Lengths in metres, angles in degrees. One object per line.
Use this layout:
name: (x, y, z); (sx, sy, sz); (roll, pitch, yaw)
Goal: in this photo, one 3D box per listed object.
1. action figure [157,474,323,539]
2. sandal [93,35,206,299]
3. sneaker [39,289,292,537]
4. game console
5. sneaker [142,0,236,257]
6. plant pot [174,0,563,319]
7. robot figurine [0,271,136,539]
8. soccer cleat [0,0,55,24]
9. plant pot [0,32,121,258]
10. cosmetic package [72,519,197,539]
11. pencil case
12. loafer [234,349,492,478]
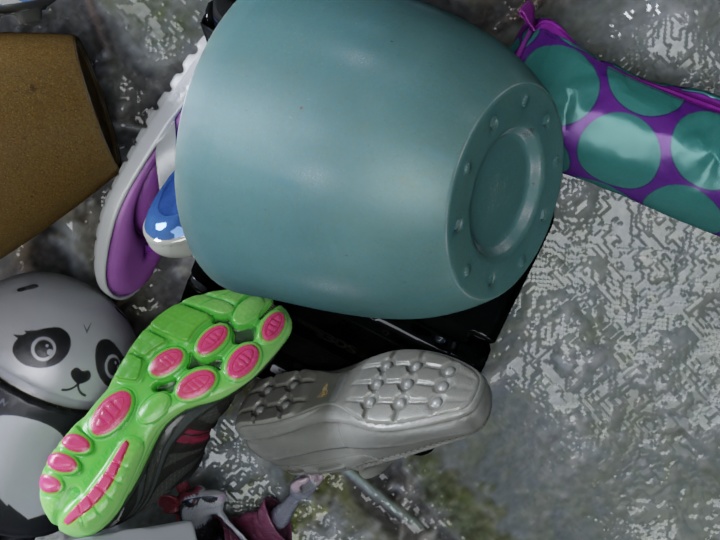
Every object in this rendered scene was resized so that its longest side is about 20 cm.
action figure: (-0.073, 0.224, 1.265); (0.200, 0.134, 0.149); (52, 150, 6)
sandal: (-0.115, -0.063, 1.176); (0.050, 0.082, 0.203); (34, 108, 24)
sneaker: (-0.125, 0.089, 1.174); (0.200, 0.084, 0.077); (-44, 73, -2)
game console: (0.000, 0.000, 1.214); (0.199, 0.117, 0.176); (27, 138, 2)
sneaker: (-0.077, -0.108, 1.107); (0.200, 0.077, 0.111); (-47, 133, -18)
plant pot: (0.019, -0.062, 1.044); (0.160, 0.200, 0.202); (17, 110, 32)
robot figurine: (-0.226, 0.099, 1.221); (0.125, 0.150, 0.201); (32, 109, 13)
soccer cleat: (-0.288, -0.195, 1.146); (0.199, 0.070, 0.087); (-7, 111, -5)
plant pot: (-0.261, -0.075, 1.166); (0.199, 0.186, 0.187); (-17, 103, -1)
cosmetic package: (-0.194, 0.231, 1.214); (0.200, 0.101, 0.072); (-33, 68, 48)
pencil case: (0.178, -0.088, 1.125); (0.199, 0.085, 0.093); (20, 119, 3)
loafer: (0.008, 0.097, 1.172); (0.199, 0.070, 0.070); (-7, 133, 42)
